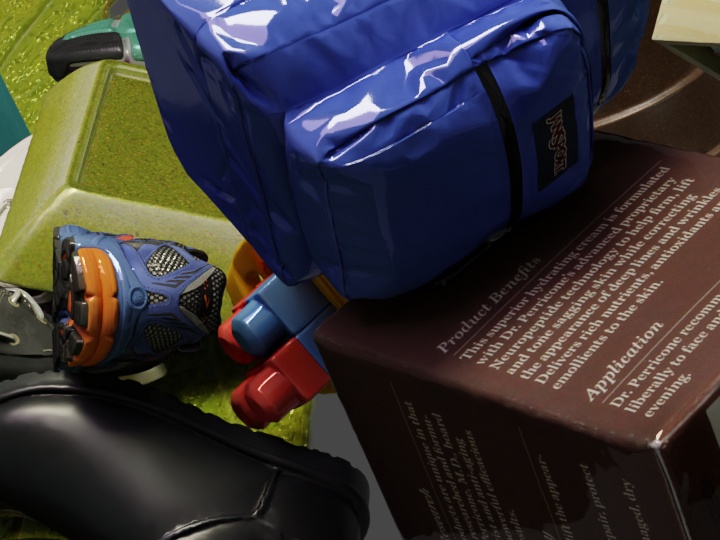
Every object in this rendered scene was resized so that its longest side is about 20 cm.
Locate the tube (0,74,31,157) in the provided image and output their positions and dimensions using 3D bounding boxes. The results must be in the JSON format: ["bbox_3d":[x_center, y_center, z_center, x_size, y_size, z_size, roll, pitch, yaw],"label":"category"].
[{"bbox_3d":[-0.241,-0.112,1.510,0.077,0.200,0.050,-4,35,31],"label":"tube"}]

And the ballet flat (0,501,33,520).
[{"bbox_3d":[-0.168,0.095,1.284,0.199,0.071,0.071,-4,36,28],"label":"ballet flat"}]

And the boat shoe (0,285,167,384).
[{"bbox_3d":[-0.180,0.036,1.275,0.200,0.068,0.072,3,-6,-42],"label":"boat shoe"}]

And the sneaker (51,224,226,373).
[{"bbox_3d":[-0.107,0.017,1.195,0.078,0.076,0.200,2,4,-10],"label":"sneaker"}]

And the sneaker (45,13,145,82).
[{"bbox_3d":[-0.083,-0.107,1.470,0.199,0.088,0.074,-5,22,2],"label":"sneaker"}]

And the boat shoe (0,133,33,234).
[{"bbox_3d":[-0.202,-0.005,1.453,0.069,0.071,0.200,9,52,40],"label":"boat shoe"}]

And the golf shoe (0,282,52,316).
[{"bbox_3d":[-0.134,-0.007,1.391,0.077,0.088,0.200,5,40,41],"label":"golf shoe"}]

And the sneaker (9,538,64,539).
[{"bbox_3d":[-0.199,0.150,1.209,0.199,0.060,0.104,-3,10,-1],"label":"sneaker"}]

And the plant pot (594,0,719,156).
[{"bbox_3d":[0.109,-0.165,1.364,0.200,0.199,0.200,-16,31,10],"label":"plant pot"}]

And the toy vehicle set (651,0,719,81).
[{"bbox_3d":[0.244,-0.086,1.179,0.124,0.200,0.027,8,80,42],"label":"toy vehicle set"}]

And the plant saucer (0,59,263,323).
[{"bbox_3d":[-0.086,-0.049,1.368,0.199,0.048,0.200,11,33,-4],"label":"plant saucer"}]

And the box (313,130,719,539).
[{"bbox_3d":[0.123,0.061,1.042,0.166,0.165,0.200,-41,35,-26],"label":"box"}]

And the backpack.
[{"bbox_3d":[0.028,-0.095,1.039,0.200,0.163,0.168,-33,61,-16],"label":"backpack"}]

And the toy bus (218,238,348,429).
[{"bbox_3d":[0.000,0.000,1.211,0.192,0.136,0.200,-44,4,-15],"label":"toy bus"}]

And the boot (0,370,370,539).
[{"bbox_3d":[-0.092,0.133,1.101,0.200,0.077,0.168,16,33,-4],"label":"boot"}]
